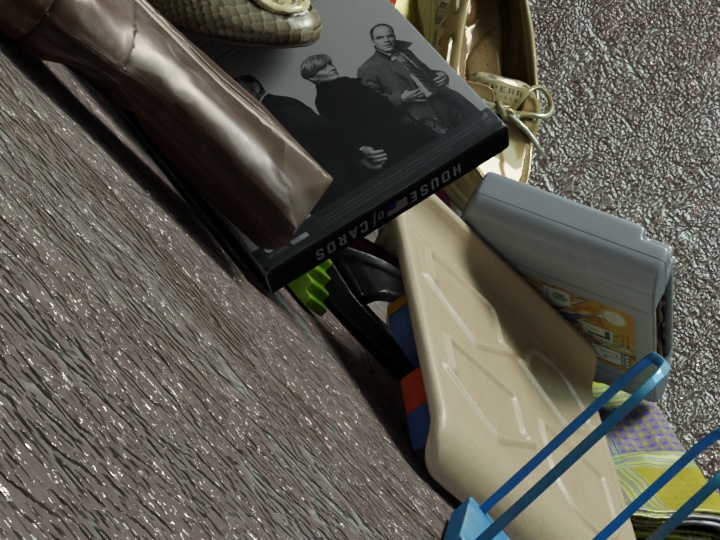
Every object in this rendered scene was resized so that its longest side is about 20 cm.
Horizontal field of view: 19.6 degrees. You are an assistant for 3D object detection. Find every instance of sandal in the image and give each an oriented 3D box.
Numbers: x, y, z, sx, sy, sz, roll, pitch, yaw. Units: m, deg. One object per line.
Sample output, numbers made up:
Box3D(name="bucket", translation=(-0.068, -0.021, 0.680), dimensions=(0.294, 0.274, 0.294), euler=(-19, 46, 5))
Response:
Box3D(name="sandal", translation=(0.000, 0.000, 1.263), dimensions=(0.201, 0.048, 0.075), euler=(51, 4, -20))

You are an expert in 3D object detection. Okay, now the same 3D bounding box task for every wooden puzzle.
Box3D(name="wooden puzzle", translation=(0.076, 0.077, 1.117), dimensions=(0.185, 0.046, 0.201), euler=(41, 28, -33))

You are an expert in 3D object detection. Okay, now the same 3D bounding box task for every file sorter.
Box3D(name="file sorter", translation=(0.145, 0.146, 0.884), dimensions=(0.200, 0.123, 0.139), euler=(47, 3, 3))

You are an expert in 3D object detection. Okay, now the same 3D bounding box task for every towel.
Box3D(name="towel", translation=(0.134, 0.102, 1.257), dimensions=(0.143, 0.023, 0.200), euler=(6, 26, -16))

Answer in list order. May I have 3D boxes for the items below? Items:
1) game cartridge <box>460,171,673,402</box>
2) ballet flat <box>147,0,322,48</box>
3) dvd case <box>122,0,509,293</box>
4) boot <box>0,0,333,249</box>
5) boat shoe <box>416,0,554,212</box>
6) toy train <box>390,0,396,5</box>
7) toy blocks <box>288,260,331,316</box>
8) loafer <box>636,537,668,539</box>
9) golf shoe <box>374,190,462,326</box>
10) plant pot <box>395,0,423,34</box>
Box3D(name="game cartridge", translation=(0.119, 0.012, 1.233), dimensions=(0.132, 0.042, 0.200), euler=(17, -20, 16))
Box3D(name="ballet flat", translation=(-0.111, -0.162, 1.086), dimensions=(0.199, 0.047, 0.067), euler=(21, 22, 12))
Box3D(name="dvd case", translation=(-0.040, -0.096, 1.095), dimensions=(0.200, 0.150, 0.025), euler=(50, -16, 32))
Box3D(name="boot", translation=(-0.102, -0.108, 1.017), dimensions=(0.200, 0.064, 0.187), euler=(36, 22, -28))
Box3D(name="boat shoe", translation=(0.075, -0.124, 1.278), dimensions=(0.073, 0.063, 0.201), euler=(10, 59, -31))
Box3D(name="toy train", translation=(-0.081, -0.170, 1.258), dimensions=(0.056, 0.199, 0.151), euler=(50, 21, -78))
Box3D(name="toy blocks", translation=(-0.038, -0.095, 1.167), dimensions=(0.200, 0.137, 0.100), euler=(49, 4, 28))
Box3D(name="loafer", translation=(0.174, 0.193, 1.204), dimensions=(0.069, 0.075, 0.200), euler=(35, 1, -6))
Box3D(name="golf shoe", translation=(0.059, 0.020, 1.352), dimensions=(0.200, 0.075, 0.092), euler=(76, -13, -63))
Box3D(name="plant pot", translation=(-0.037, -0.128, 1.361), dimensions=(0.141, 0.201, 0.200), euler=(-4, 45, -48))
